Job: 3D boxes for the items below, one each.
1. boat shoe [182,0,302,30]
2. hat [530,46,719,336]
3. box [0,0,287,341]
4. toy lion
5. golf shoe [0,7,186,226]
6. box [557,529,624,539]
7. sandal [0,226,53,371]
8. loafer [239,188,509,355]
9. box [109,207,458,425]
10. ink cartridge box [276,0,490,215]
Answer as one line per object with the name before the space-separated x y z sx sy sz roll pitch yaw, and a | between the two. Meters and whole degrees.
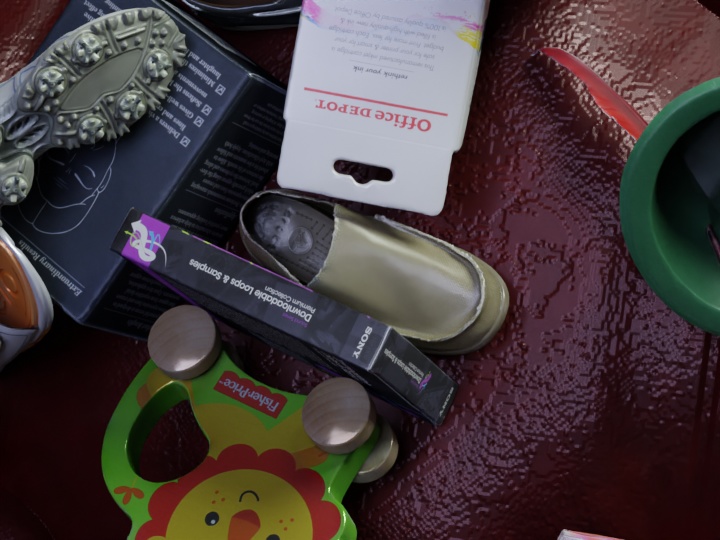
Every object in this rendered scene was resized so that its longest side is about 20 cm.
boat shoe | -0.027 -0.200 1.655 0.199 0.068 0.072 -8 76 19
hat | 0.232 -0.076 1.548 0.165 0.176 0.200 -33 107 13
box | -0.156 -0.078 1.669 0.148 0.107 0.200 39 97 24
toy lion | -0.083 0.142 1.570 0.199 0.069 0.192 24 72 28
golf shoe | -0.207 -0.110 1.599 0.200 0.078 0.097 -36 32 -5
box | 0.155 0.261 1.478 0.094 0.103 0.201 9 84 25
sandal | -0.262 0.040 1.660 0.059 0.207 0.079 -35 82 -32
loafer | 0.000 0.000 1.608 0.199 0.067 0.076 18 89 25
box | -0.046 0.030 1.582 0.199 0.143 0.036 26 83 25
ink cartridge box | 0.018 -0.144 1.597 0.117 0.067 0.201 11 96 3
